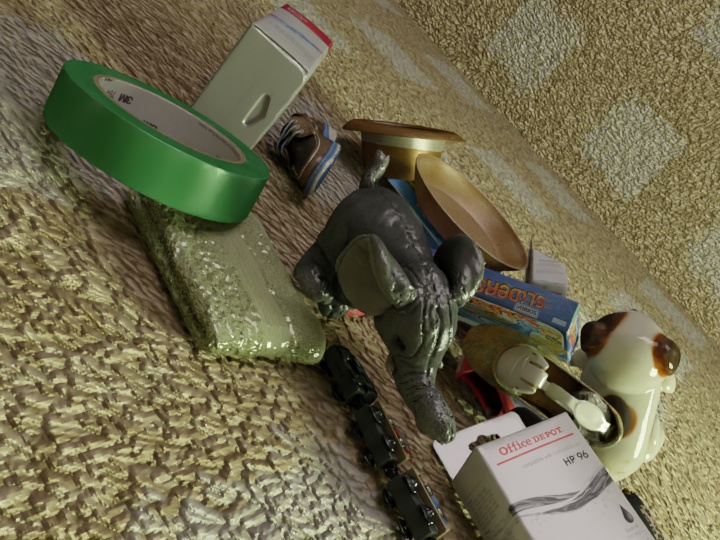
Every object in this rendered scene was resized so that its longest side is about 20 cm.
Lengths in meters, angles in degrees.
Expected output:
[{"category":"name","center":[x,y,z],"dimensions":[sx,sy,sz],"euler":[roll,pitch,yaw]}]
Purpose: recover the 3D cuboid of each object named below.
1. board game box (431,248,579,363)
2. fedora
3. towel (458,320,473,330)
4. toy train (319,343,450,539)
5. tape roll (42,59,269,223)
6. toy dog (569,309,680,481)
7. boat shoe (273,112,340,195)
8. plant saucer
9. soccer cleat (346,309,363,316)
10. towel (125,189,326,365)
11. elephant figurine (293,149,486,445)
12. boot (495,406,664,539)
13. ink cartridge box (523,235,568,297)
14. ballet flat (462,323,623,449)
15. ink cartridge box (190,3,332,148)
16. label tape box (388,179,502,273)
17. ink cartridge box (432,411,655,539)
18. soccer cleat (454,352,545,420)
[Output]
[{"category":"board game box","center":[0.144,0.036,0.863],"dimensions":[0.198,0.035,0.135],"euler":[22,-14,22]},{"category":"fedora","center":[0.064,-0.187,1.208],"dimensions":[0.198,0.083,0.201],"euler":[7,13,-2]},{"category":"towel","center":[0.115,0.013,1.066],"dimensions":[0.199,0.024,0.147],"euler":[37,24,-19]},{"category":"toy train","center":[0.019,0.147,0.658],"dimensions":[0.046,0.034,0.201],"euler":[35,20,-52]},{"category":"tape roll","center":[-0.179,-0.116,0.694],"dimensions":[0.199,0.048,0.201],"euler":[30,14,-8]},{"category":"toy dog","center":[0.303,0.137,0.926],"dimensions":[0.138,0.202,0.194],"euler":[21,36,27]},{"category":"boat shoe","center":[-0.074,-0.155,0.987],"dimensions":[0.072,0.073,0.200],"euler":[32,15,-15]},{"category":"plant saucer","center":[0.134,-0.067,0.995],"dimensions":[0.199,0.035,0.201],"euler":[36,26,-20]},{"category":"soccer cleat","center":[0.000,0.000,0.861],"dimensions":[0.076,0.068,0.200],"euler":[13,21,23]},{"category":"towel","center":[-0.117,-0.004,0.680],"dimensions":[0.148,0.037,0.201],"euler":[14,37,-50]},{"category":"elephant figurine","center":[0.042,0.018,0.675],"dimensions":[0.200,0.141,0.156],"euler":[37,-17,53]},{"category":"boot","center":[0.236,0.239,0.816],"dimensions":[0.150,0.073,0.200],"euler":[26,19,-48]},{"category":"ink cartridge box","center":[0.232,0.059,1.012],"dimensions":[0.056,0.165,0.200],"euler":[11,20,13]},{"category":"ballet flat","center":[0.199,0.124,0.823],"dimensions":[0.199,0.071,0.071],"euler":[36,23,-4]},{"category":"ink cartridge box","center":[-0.117,-0.227,0.923],"dimensions":[0.085,0.148,0.200],"euler":[39,22,-10]},{"category":"label tape box","center":[0.109,-0.045,1.043],"dimensions":[0.144,0.066,0.199],"euler":[53,27,20]},{"category":"ink cartridge box","center":[0.165,0.208,0.695],"dimensions":[0.115,0.068,0.201],"euler":[-12,54,-29]},{"category":"soccer cleat","center":[0.184,0.168,0.881],"dimensions":[0.201,0.068,0.073],"euler":[51,49,2]}]
